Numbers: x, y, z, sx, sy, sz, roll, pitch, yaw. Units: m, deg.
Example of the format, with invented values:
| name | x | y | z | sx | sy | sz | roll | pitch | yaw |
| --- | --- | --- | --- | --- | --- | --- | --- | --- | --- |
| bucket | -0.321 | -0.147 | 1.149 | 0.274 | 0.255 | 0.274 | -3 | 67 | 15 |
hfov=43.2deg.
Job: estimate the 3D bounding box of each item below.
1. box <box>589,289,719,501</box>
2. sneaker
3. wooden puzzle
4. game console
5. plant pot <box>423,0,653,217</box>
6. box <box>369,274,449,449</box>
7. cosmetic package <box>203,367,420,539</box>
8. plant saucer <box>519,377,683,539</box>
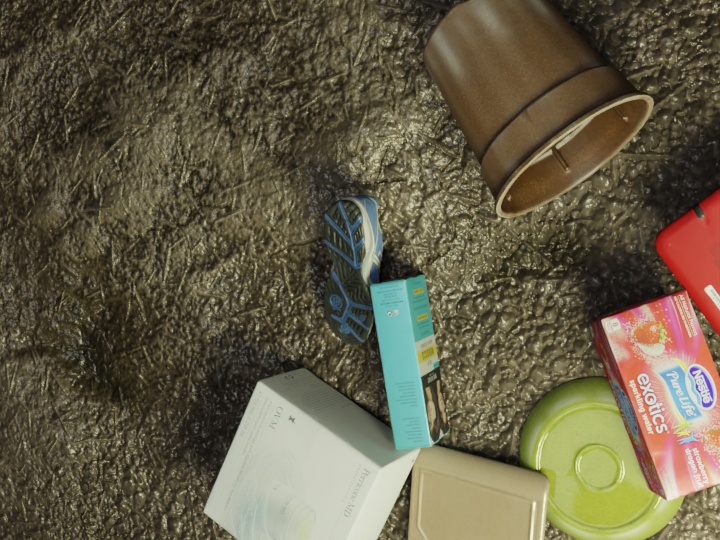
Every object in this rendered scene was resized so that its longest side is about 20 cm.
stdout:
| name | x | y | z | sx | sy | sz | roll | pitch | yaw |
| --- | --- | --- | --- | --- | --- | --- | --- | --- | --- |
| box | 0.332 | 0.133 | 0.985 | 0.098 | 0.095 | 0.203 | -19 | 82 | 3 |
| sneaker | 0.000 | 0.000 | 1.148 | 0.075 | 0.077 | 0.203 | 16 | 118 | 24 |
| wooden puzzle | 0.141 | 0.331 | 1.122 | 0.183 | 0.037 | 0.203 | 8 | 93 | 34 |
| game console | 0.442 | -0.009 | 0.954 | 0.172 | 0.118 | 0.201 | -41 | 78 | 32 |
| plant pot | 0.180 | -0.199 | 0.998 | 0.200 | 0.200 | 0.200 | -38 | 73 | 21 |
| box | 0.062 | 0.110 | 1.123 | 0.048 | 0.082 | 0.203 | -9 | 91 | 22 |
| cosmetic package | -0.063 | 0.267 | 1.157 | 0.199 | 0.123 | 0.202 | 30 | 106 | 22 |
| plant saucer | 0.280 | 0.228 | 1.068 | 0.197 | 0.031 | 0.203 | 2 | 95 | 23 |
